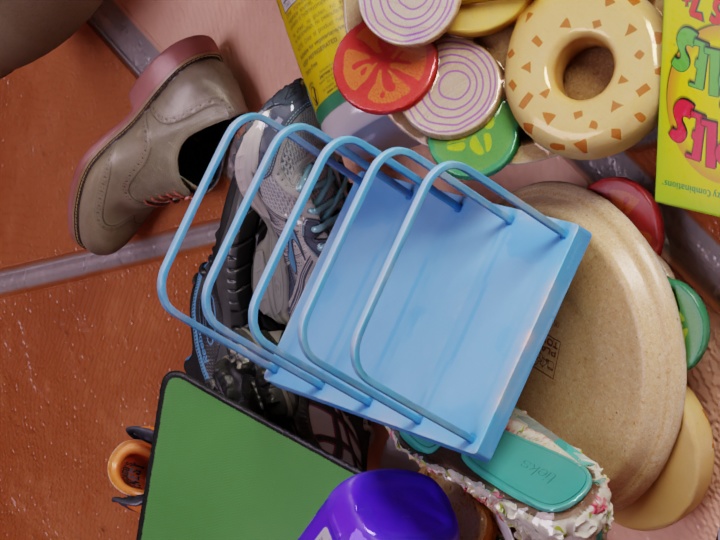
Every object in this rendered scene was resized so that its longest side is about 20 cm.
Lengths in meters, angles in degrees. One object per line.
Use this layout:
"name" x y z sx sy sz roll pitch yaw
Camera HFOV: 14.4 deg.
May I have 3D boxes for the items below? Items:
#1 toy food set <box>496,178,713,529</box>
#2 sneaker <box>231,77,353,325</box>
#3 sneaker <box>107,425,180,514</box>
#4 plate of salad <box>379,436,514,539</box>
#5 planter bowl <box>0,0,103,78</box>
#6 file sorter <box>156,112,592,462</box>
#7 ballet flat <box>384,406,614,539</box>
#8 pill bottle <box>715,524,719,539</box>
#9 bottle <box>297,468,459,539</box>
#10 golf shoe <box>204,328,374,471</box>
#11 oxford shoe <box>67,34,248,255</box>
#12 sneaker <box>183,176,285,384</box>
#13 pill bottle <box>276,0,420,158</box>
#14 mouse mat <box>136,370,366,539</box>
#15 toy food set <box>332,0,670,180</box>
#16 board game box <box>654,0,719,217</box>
"toy food set" 0.124 0.043 1.639 0.199 0.048 0.200 12 106 50
"sneaker" -0.020 -0.034 1.774 0.086 0.078 0.201 31 148 31
"sneaker" -0.125 0.142 1.905 0.200 0.111 0.078 -29 49 58
"plate of salad" 0.050 0.190 1.740 0.200 0.048 0.201 45 144 47
"planter bowl" -0.233 -0.242 1.943 0.134 0.200 0.202 -17 84 24
"file sorter" 0.000 0.000 1.598 0.199 0.122 0.139 16 78 51
"ballet flat" 0.071 0.107 1.617 0.200 0.075 0.064 42 161 45
"pill bottle" 0.234 0.182 1.491 0.113 0.112 0.201 30 120 44
"bottle" -0.017 0.198 1.700 0.200 0.083 0.066 -55 46 39
"golf shoe" -0.019 0.122 1.807 0.077 0.088 0.201 -45 61 44
"oxford shoe" -0.140 -0.067 1.939 0.075 0.070 0.200 54 135 22
"sneaker" -0.082 0.003 1.877 0.082 0.073 0.201 33 121 45
"pill bottle" 0.001 -0.179 1.706 0.113 0.112 0.201 -33 72 49
"mouse mat" -0.054 0.166 1.772 0.199 0.008 0.162 27 124 23
"toy food set" 0.078 -0.152 1.595 0.196 0.049 0.202 -6 84 16
"board game box" 0.211 -0.129 1.509 0.101 0.047 0.202 16 109 48
